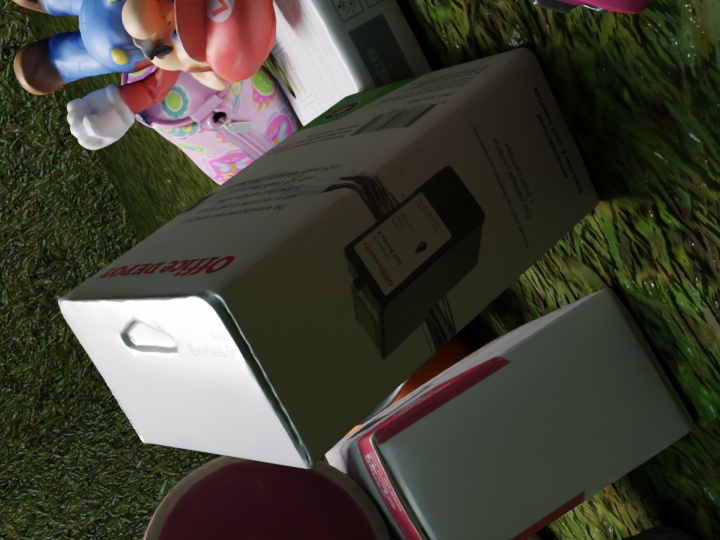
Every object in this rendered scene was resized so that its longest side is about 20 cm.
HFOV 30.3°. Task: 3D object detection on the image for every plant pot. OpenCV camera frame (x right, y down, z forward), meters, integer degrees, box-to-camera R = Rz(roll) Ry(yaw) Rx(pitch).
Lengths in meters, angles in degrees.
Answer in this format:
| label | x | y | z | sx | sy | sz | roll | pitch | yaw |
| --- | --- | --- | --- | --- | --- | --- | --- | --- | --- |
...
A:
| label | x | y | z | sx | sy | sz | roll | pitch | yaw |
| --- | --- | --- | --- | --- | --- | --- | --- | --- | --- |
| plant pot | -0.054 | 0.196 | 0.715 | 0.201 | 0.199 | 0.180 | 53 | 153 | 27 |

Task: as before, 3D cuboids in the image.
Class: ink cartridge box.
| label | x | y | z | sx | sy | sz | roll | pitch | yaw |
| --- | --- | --- | --- | --- | --- | --- | --- | --- | --- |
| ink cartridge box | -0.025 | -0.147 | 0.782 | 0.164 | 0.057 | 0.200 | 61 | 175 | -7 |
| ink cartridge box | 0.068 | 0.092 | 0.718 | 0.086 | 0.147 | 0.200 | 58 | 168 | 2 |
| ink cartridge box | -0.014 | -0.008 | 0.596 | 0.145 | 0.200 | 0.085 | -4 | 120 | 53 |

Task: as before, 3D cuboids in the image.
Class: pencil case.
| label | x | y | z | sx | sy | sz | roll | pitch | yaw |
| --- | --- | --- | --- | --- | --- | --- | --- | --- | --- |
| pencil case | -0.087 | -0.103 | 0.906 | 0.088 | 0.087 | 0.200 | 54 | -175 | 21 |

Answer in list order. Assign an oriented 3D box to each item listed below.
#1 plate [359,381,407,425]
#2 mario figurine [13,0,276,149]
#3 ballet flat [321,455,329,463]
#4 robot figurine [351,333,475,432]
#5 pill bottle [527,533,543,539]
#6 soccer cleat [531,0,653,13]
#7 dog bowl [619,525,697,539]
| label | x | y | z | sx | sy | sz | roll | pitch | yaw |
| --- | --- | --- | --- | --- | --- | --- | --- | --- | --- |
| plate | 0.000 | 0.000 | 0.866 | 0.199 | 0.025 | 0.203 | -11 | 77 | 56 |
| mario figurine | -0.136 | -0.144 | 0.748 | 0.198 | 0.106 | 0.124 | 4 | 139 | 39 |
| ballet flat | -0.013 | 0.034 | 0.795 | 0.063 | 0.067 | 0.202 | -101 | 19 | -64 |
| robot figurine | 0.023 | 0.075 | 0.946 | 0.200 | 0.116 | 0.145 | 45 | 162 | 38 |
| pill bottle | 0.080 | 0.218 | 1.073 | 0.201 | 0.112 | 0.113 | 54 | 168 | 27 |
| soccer cleat | 0.027 | -0.160 | 0.463 | 0.199 | 0.070 | 0.087 | 35 | 115 | 26 |
| dog bowl | 0.197 | 0.233 | 0.747 | 0.201 | 0.058 | 0.200 | 55 | 168 | 18 |
